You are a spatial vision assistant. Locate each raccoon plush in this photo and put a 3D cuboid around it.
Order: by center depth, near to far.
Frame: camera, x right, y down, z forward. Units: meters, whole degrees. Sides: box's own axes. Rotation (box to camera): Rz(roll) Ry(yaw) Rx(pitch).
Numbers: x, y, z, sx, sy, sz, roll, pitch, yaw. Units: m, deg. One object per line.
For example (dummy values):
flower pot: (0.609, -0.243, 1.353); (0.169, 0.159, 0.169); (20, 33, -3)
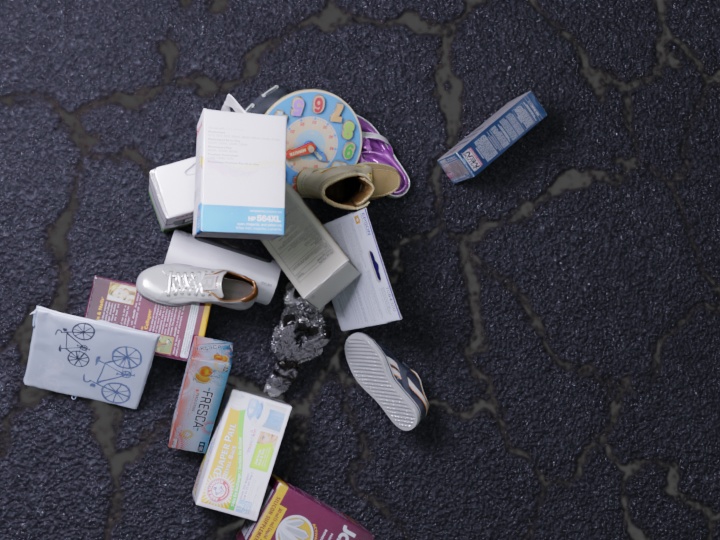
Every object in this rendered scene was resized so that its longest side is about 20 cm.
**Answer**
raccoon plush: (-0.131, 0.109, 1.496); (0.096, 0.134, 0.200); (33, 111, -26)

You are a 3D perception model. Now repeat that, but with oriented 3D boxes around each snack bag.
snack bag: (-0.443, 0.145, 1.360); (0.198, 0.021, 0.189); (14, 128, -15)

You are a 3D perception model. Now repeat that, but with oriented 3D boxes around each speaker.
speaker: (-0.243, -0.005, 1.456); (0.198, 0.081, 0.082); (18, 82, -13)

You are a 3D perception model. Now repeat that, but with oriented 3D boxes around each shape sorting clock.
shape sorting clock: (-0.091, -0.224, 1.492); (0.198, 0.039, 0.201); (-9, 123, -14)

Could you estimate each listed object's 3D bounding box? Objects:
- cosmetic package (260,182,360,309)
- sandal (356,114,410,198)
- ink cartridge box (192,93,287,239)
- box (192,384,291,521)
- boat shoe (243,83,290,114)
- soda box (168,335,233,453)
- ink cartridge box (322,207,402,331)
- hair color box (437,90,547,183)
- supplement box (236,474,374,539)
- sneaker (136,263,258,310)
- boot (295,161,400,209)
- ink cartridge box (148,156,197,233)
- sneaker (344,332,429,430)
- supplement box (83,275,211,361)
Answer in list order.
cosmetic package: (-0.100, -0.042, 1.441); (0.105, 0.071, 0.200); (-39, 63, 3)
sandal: (0.023, -0.223, 1.556); (0.203, 0.050, 0.083); (43, 77, -8)
ink cartridge box: (-0.181, -0.151, 1.250); (0.124, 0.128, 0.202); (3, 88, -16)
box: (-0.206, 0.311, 1.434); (0.112, 0.101, 0.202); (18, 82, -13)
boat shoe: (-0.203, -0.259, 1.489); (0.200, 0.076, 0.060); (-37, 81, -20)
soda box: (-0.267, 0.208, 1.391); (0.068, 0.064, 0.201); (13, 121, -14)
ink cartridge box: (0.000, 0.000, 1.460); (0.043, 0.199, 0.198); (-19, 92, -35)
hair color box: (0.251, -0.252, 1.593); (0.200, 0.100, 0.061); (-39, 98, -13)
supplement box: (-0.098, 0.464, 1.453); (0.199, 0.103, 0.132); (31, 79, -12)
sneaker: (-0.264, 0.019, 1.364); (0.198, 0.085, 0.073); (5, 73, -16)
boot: (0.002, -0.148, 1.458); (0.198, 0.155, 0.073); (-2, 102, -22)
ink cartridge box: (-0.272, -0.132, 1.393); (0.144, 0.200, 0.085); (-19, 91, -15)
sneaker: (0.050, 0.196, 1.527); (0.201, 0.078, 0.079); (55, 32, 7)
supplement box: (-0.362, 0.084, 1.414); (0.198, 0.086, 0.111); (13, 84, -14)
